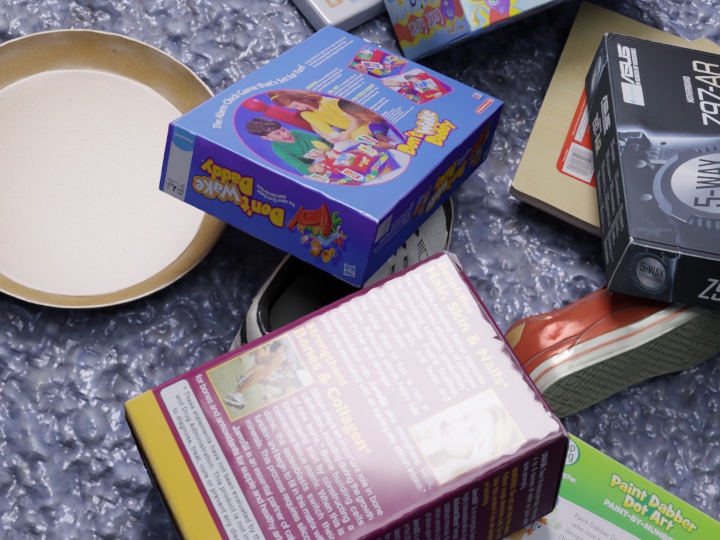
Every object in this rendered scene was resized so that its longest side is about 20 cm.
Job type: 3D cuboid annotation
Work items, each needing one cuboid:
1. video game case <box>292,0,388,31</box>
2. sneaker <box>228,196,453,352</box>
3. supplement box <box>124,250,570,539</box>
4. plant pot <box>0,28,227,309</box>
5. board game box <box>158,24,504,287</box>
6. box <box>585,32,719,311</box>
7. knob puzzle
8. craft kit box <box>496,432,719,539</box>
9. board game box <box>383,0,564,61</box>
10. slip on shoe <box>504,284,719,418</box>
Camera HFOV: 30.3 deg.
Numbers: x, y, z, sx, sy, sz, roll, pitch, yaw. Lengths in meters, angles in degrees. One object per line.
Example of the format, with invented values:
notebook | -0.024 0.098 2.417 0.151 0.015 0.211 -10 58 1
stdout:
video game case | 0.001 -0.279 0.985 0.199 0.023 0.183 -31 73 -24
sneaker | 0.000 0.000 0.801 0.075 0.088 0.200 35 60 10
supplement box | -0.007 0.101 0.713 0.198 0.104 0.132 -24 58 -12
plant pot | -0.175 -0.062 0.831 0.197 0.028 0.202 5 61 -9
board game box | -0.011 -0.077 0.805 0.133 0.045 0.200 26 34 14
box | 0.229 -0.060 0.844 0.158 0.044 0.201 11 47 -6
knob puzzle | 0.217 -0.079 0.920 0.217 0.031 0.222 5 61 -9
craft kit box | 0.140 0.215 0.743 0.199 0.049 0.198 31 63 5
board game box | 0.117 -0.233 0.920 0.198 0.105 0.104 -24 96 -22
slip on shoe | 0.176 0.031 0.834 0.198 0.075 0.061 -19 53 -20
